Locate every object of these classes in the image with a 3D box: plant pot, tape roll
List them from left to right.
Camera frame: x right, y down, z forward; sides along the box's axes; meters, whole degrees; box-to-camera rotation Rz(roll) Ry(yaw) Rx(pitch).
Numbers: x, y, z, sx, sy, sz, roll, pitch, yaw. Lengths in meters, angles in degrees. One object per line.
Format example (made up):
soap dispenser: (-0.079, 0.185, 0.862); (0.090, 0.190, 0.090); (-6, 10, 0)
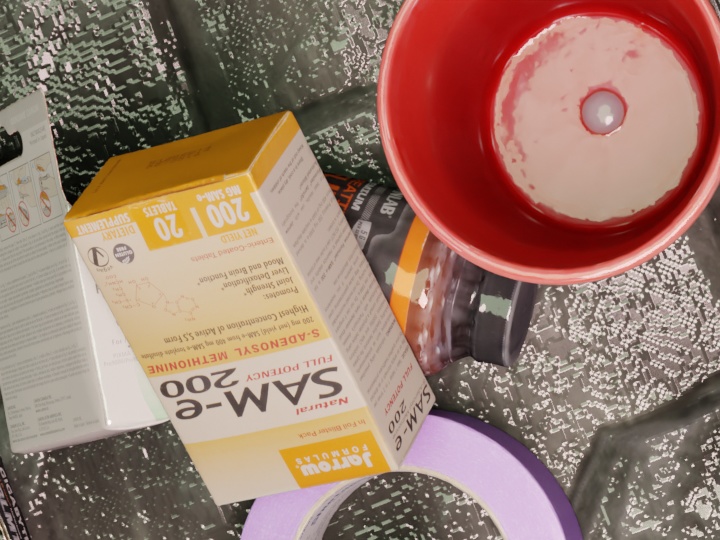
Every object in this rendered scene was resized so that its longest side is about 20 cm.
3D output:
tape roll: (0.030, 0.182, 1.688); (0.200, 0.066, 0.200); (0, 89, 12)
plant pot: (0.123, -0.091, 1.614); (0.200, 0.177, 0.201); (0, 89, 14)

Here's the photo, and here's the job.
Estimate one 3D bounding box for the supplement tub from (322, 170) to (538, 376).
supplement tub: (0.000, 0.000, 1.677); (0.200, 0.107, 0.107); (13, 92, 12)

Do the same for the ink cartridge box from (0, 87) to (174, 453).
ink cartridge box: (-0.177, 0.002, 1.696); (0.050, 0.161, 0.200); (-7, 85, -28)

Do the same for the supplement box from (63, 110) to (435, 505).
supplement box: (-0.060, 0.024, 1.602); (0.126, 0.074, 0.200); (-14, 116, 29)

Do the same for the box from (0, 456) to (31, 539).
box: (-0.278, 0.235, 1.727); (0.200, 0.050, 0.199); (-20, 87, 8)
